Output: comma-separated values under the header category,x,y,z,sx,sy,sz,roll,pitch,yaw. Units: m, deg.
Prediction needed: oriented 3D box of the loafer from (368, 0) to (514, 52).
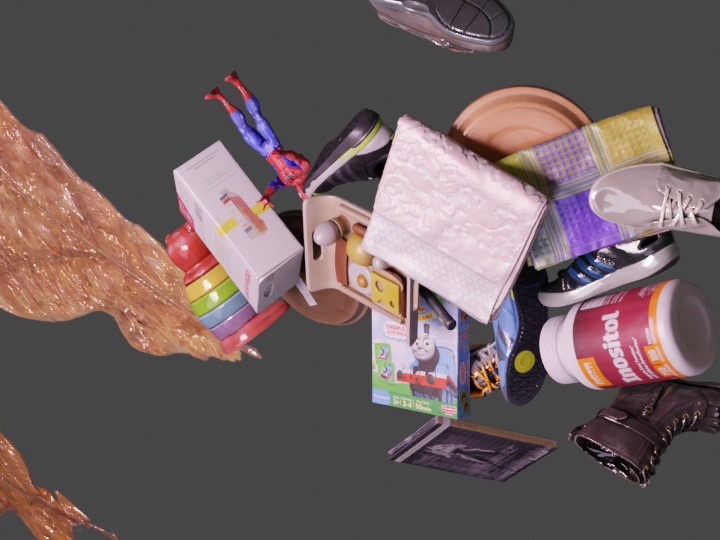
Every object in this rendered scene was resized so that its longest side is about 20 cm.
category,x,y,z,sx,sy,sz,roll,pitch,yaw
loafer,0.093,-0.290,1.401,0.198,0.072,0.063,29,158,28

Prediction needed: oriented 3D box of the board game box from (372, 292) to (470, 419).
category,x,y,z,sx,sy,sz,roll,pitch,yaw
board game box,0.082,0.090,1.677,0.150,0.036,0.204,6,100,40

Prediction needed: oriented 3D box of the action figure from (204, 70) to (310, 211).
category,x,y,z,sx,sy,sz,roll,pitch,yaw
action figure,-0.136,-0.165,1.661,0.065,0.099,0.200,-35,102,28

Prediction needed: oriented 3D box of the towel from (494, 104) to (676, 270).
category,x,y,z,sx,sy,sz,roll,pitch,yaw
towel,0.262,-0.091,1.377,0.197,0.023,0.145,-16,105,17

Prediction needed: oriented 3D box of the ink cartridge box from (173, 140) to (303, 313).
category,x,y,z,sx,sy,sz,roll,pitch,yaw
ink cartridge box,-0.170,-0.059,1.727,0.201,0.083,0.145,52,163,13

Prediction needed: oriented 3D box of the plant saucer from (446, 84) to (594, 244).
category,x,y,z,sx,sy,sz,roll,pitch,yaw
plant saucer,0.187,-0.111,1.418,0.197,0.032,0.204,3,107,11

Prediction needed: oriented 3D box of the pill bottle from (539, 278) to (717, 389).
category,x,y,z,sx,sy,sz,roll,pitch,yaw
pill bottle,0.319,0.082,1.482,0.199,0.113,0.114,-17,112,46

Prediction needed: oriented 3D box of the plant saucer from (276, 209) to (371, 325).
category,x,y,z,sx,sy,sz,roll,pitch,yaw
plant saucer,-0.066,0.003,1.802,0.198,0.029,0.202,23,136,23

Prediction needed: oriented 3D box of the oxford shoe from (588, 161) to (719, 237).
category,x,y,z,sx,sy,sz,roll,pitch,yaw
oxford shoe,0.346,-0.072,1.323,0.197,0.058,0.076,8,113,10

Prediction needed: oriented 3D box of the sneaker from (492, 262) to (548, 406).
category,x,y,z,sx,sy,sz,roll,pitch,yaw
sneaker,0.200,0.070,1.580,0.078,0.065,0.203,-150,56,-63

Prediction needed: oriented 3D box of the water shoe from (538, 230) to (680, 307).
category,x,y,z,sx,sy,sz,roll,pitch,yaw
water shoe,0.290,-0.017,1.470,0.199,0.071,0.080,-23,89,41

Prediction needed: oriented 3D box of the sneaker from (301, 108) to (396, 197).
category,x,y,z,sx,sy,sz,roll,pitch,yaw
sneaker,-0.009,-0.133,1.603,0.082,0.072,0.200,34,149,-13

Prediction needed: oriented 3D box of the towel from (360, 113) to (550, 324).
category,x,y,z,sx,sy,sz,roll,pitch,yaw
towel,0.104,-0.056,1.429,0.199,0.032,0.193,32,128,16

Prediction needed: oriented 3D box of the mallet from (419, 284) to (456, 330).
category,x,y,z,sx,sy,sz,roll,pitch,yaw
mallet,0.070,0.010,1.618,0.201,0.041,0.066,54,177,30

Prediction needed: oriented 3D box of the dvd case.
category,x,y,z,sx,sy,sz,roll,pitch,yaw
dvd case,0.159,0.256,1.751,0.197,0.016,0.149,14,147,-22

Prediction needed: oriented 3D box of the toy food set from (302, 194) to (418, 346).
category,x,y,z,sx,sy,sz,roll,pitch,yaw
toy food set,0.000,0.000,1.601,0.199,0.060,0.145,29,132,39

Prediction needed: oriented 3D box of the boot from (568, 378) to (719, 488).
category,x,y,z,sx,sy,sz,roll,pitch,yaw
boot,0.371,0.201,1.491,0.198,0.174,0.070,22,136,24

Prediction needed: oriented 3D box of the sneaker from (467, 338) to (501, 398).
category,x,y,z,sx,sy,sz,roll,pitch,yaw
sneaker,0.187,0.130,1.661,0.079,0.077,0.199,50,138,-5

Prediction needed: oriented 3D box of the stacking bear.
category,x,y,z,sx,sy,sz,roll,pitch,yaw
stacking bear,-0.222,0.016,1.886,0.121,0.114,0.201,-27,100,48
